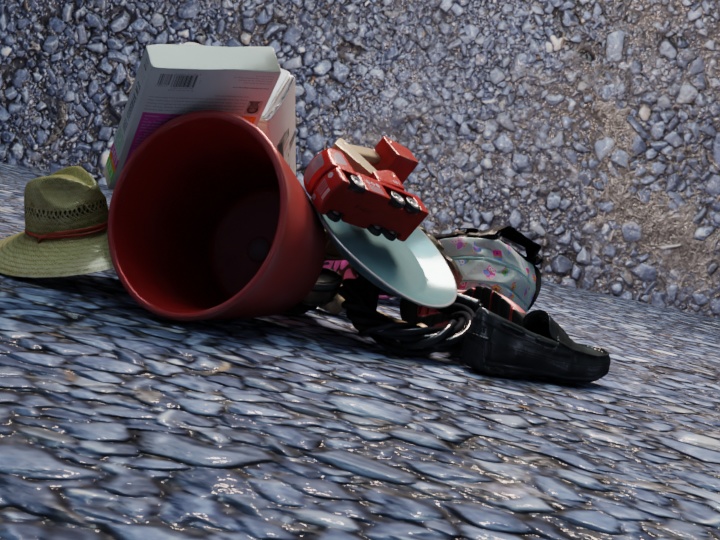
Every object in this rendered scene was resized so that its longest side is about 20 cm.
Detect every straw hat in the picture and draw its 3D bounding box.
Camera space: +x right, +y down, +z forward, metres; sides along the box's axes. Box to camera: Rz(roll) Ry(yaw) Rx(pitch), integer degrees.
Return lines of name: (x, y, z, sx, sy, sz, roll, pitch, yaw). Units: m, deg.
straw hat: (-0.312, -0.064, 1.131, 0.197, 0.087, 0.201, -3, 18, 1)

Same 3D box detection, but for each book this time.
book: (-0.175, -0.148, 1.081, 0.132, 0.049, 0.200, -5, -28, -30)

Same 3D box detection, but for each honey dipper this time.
honey dipper: (0.008, 0.050, 1.272, 0.038, 0.039, 0.198, 7, 10, -44)

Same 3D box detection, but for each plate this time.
plate: (0.021, -0.026, 1.151, 0.199, 0.026, 0.201, 33, 25, -17)

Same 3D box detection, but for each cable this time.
cable: (0.054, 0.039, 1.170, 0.162, 0.051, 0.199, 33, 23, 24)

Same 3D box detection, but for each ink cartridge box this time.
ink cartridge box: (-0.152, -0.147, 1.237, 0.143, 0.086, 0.202, 17, -39, 11)

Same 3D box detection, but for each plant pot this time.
plant pot: (-0.129, -0.037, 1.083, 0.197, 0.204, 0.177, 13, -6, 21)

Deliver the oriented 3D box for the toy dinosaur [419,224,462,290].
toy dinosaur: (0.060, -0.049, 1.382, 0.200, 0.048, 0.088, 42, -7, -9)

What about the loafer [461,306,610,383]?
loafer: (0.195, 0.079, 1.139, 0.198, 0.072, 0.068, 9, 5, -33)

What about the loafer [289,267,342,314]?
loafer: (-0.065, 0.024, 1.253, 0.070, 0.064, 0.200, 5, 9, -14)

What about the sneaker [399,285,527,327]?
sneaker: (0.143, 0.054, 1.311, 0.086, 0.075, 0.198, 9, 5, -45)

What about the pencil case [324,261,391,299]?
pencil case: (0.000, 0.000, 1.411, 0.091, 0.094, 0.200, 44, -13, -9)

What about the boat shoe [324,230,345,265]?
boat shoe: (-0.086, -0.034, 1.220, 0.197, 0.064, 0.074, 10, -36, 4)

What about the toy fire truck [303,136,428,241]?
toy fire truck: (0.005, -0.101, 1.161, 0.198, 0.049, 0.142, 16, 34, -46)

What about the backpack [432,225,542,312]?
backpack: (0.165, 0.012, 1.483, 0.164, 0.129, 0.200, -9, -14, 18)
